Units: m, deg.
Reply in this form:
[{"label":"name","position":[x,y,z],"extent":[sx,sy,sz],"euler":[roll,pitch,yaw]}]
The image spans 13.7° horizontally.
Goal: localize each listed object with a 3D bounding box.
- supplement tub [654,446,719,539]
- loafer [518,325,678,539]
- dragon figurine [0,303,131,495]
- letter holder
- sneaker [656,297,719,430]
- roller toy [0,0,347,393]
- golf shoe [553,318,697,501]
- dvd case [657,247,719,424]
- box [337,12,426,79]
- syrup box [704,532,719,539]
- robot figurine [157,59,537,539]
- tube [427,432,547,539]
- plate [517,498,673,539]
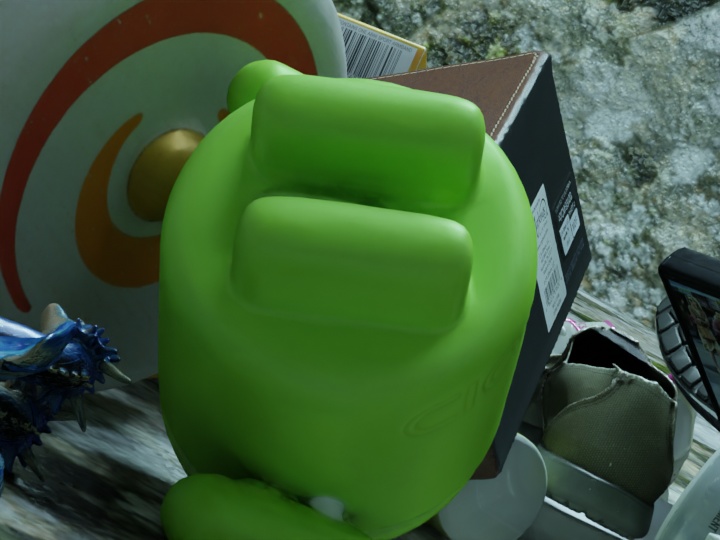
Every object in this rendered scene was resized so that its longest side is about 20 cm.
[{"label":"supplement tub","position":[0.206,0.144,1.071],"extent":[0.200,0.123,0.123],"euler":[30,5,26]},{"label":"loafer","position":[0.108,0.062,1.282],"extent":[0.075,0.070,0.200],"euler":[28,5,-7]},{"label":"dragon figurine","position":[-0.114,0.029,0.814],"extent":[0.099,0.059,0.200],"euler":[28,4,-6]},{"label":"letter holder","position":[0.000,0.000,1.214],"extent":[0.142,0.101,0.200],"euler":[-6,23,18]},{"label":"sneaker","position":[0.203,0.086,1.409],"extent":[0.200,0.076,0.088],"euler":[51,-21,43]},{"label":"roller toy","position":[-0.102,-0.055,1.034],"extent":[0.182,0.200,0.140],"euler":[-4,29,-45]},{"label":"golf shoe","position":[0.074,0.050,1.475],"extent":[0.200,0.092,0.075],"euler":[27,7,-5]},{"label":"dvd case","position":[0.198,0.086,1.174],"extent":[0.143,0.018,0.200],"euler":[24,-33,50]},{"label":"box","position":[-0.030,-0.081,1.399],"extent":[0.119,0.041,0.200],"euler":[22,-10,6]},{"label":"syrup box","position":[0.180,0.167,0.940],"extent":[0.200,0.079,0.081],"euler":[33,7,36]},{"label":"robot figurine","position":[-0.007,0.017,0.953],"extent":[0.116,0.176,0.200],"euler":[5,-27,-2]},{"label":"tube","position":[0.008,0.062,1.259],"extent":[0.200,0.052,0.058],"euler":[31,-33,57]},{"label":"plate","position":[0.121,0.123,1.330],"extent":[0.200,0.032,0.200],"euler":[27,6,-17]}]
